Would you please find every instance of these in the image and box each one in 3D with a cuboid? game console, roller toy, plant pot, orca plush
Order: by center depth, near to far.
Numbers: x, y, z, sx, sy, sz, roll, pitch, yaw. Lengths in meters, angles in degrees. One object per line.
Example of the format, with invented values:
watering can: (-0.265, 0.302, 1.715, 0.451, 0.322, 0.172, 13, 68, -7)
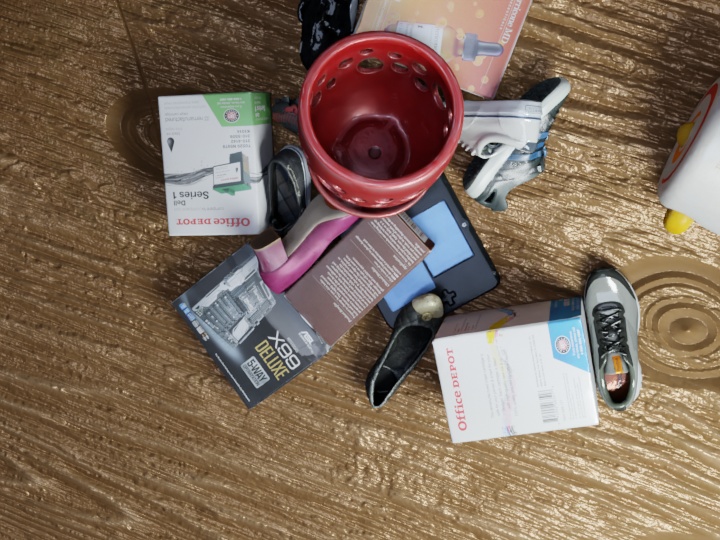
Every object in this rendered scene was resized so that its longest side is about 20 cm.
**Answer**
roller toy: (0.456, -0.141, 1.222, 0.139, 0.200, 0.183, 27, 70, 6)
plant pot: (0.021, -0.173, 1.241, 0.198, 0.183, 0.203, 0, 79, -3)
orca plush: (-0.029, -0.362, 1.345, 0.105, 0.071, 0.200, 43, 106, 2)
game console: (0.079, -0.027, 1.404, 0.176, 0.031, 0.201, -28, 94, 16)

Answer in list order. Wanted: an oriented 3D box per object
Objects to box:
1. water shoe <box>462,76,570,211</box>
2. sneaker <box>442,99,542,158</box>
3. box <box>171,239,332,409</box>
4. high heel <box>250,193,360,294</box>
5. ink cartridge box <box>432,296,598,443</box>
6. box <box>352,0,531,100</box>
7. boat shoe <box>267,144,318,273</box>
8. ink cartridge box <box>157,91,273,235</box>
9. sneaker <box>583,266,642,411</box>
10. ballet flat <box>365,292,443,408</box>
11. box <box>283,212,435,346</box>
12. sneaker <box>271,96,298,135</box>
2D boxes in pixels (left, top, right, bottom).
water shoe: (0.223, -0.171, 1.337, 0.079, 0.072, 0.200, 34, 109, -20)
sneaker: (0.152, -0.184, 1.293, 0.199, 0.073, 0.072, 9, 96, 54)
box: (-0.158, 0.079, 1.467, 0.157, 0.050, 0.201, -35, 91, 16)
high heel: (-0.054, -0.046, 1.368, 0.199, 0.068, 0.097, -25, 134, -5)
ink cartridge box: (0.213, 0.131, 1.344, 0.198, 0.145, 0.149, -9, 98, 14)
box: (0.107, -0.331, 1.289, 0.198, 0.106, 0.153, 20, 104, 0)
boat shoe: (-0.102, -0.074, 1.396, 0.069, 0.066, 0.202, 16, 119, 26)
ink cartridge box: (-0.203, -0.151, 1.416, 0.145, 0.084, 0.202, -1, 100, 13)
sneaker: (0.347, 0.094, 1.343, 0.073, 0.079, 0.202, -8, 97, 16)
ballet flat: (0.066, 0.115, 1.398, 0.066, 0.057, 0.201, 19, 122, -13)
box: (0.000, 0.000, 1.375, 0.200, 0.075, 0.100, -43, 90, 13)
sneaker: (-0.039, -0.177, 1.381, 0.199, 0.071, 0.099, 22, 102, 6)
